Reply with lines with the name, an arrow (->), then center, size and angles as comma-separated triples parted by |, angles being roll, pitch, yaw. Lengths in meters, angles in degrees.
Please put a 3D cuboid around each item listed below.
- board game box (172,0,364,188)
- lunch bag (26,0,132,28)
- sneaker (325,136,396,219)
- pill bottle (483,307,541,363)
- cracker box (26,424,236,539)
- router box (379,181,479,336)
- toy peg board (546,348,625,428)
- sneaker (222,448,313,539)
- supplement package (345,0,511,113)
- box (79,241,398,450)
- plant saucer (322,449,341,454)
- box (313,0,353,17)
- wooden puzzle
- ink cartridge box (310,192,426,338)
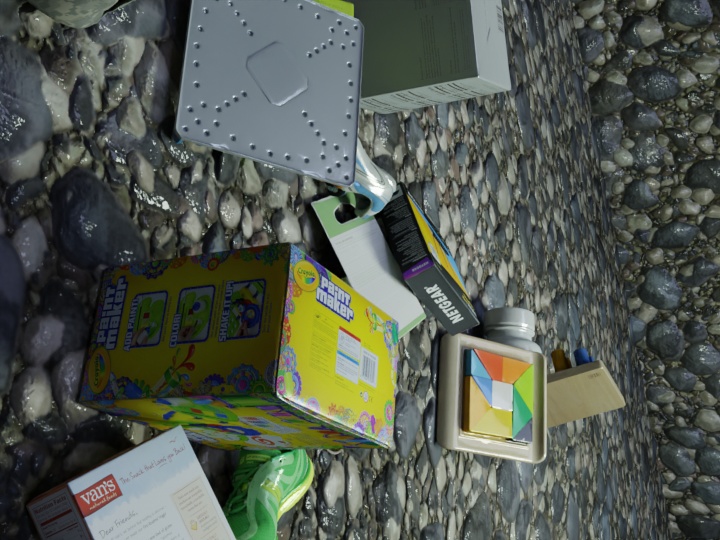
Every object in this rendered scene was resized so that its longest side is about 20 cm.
board game box -> -0.091, -0.199, 0.914 | 0.199, 0.026, 0.201 | 13, 70, -29
lunch bag -> -0.191, -0.274, 0.651 | 0.168, 0.199, 0.140 | 54, 42, -39
sneaker -> -0.030, -0.138, 1.077 | 0.073, 0.072, 0.200 | -52, 127, -8
pill bottle -> 0.258, 0.172, 1.531 | 0.114, 0.114, 0.201 | 36, 53, -56
cracker box -> -0.157, 0.240, 0.694 | 0.134, 0.057, 0.201 | -19, 82, -62
router box -> 0.096, -0.012, 1.255 | 0.200, 0.051, 0.150 | 46, 21, -54
toy peg board -> 0.381, 0.211, 1.699 | 0.200, 0.198, 0.098 | 46, 30, -51
sneaker -> -0.106, 0.217, 0.855 | 0.200, 0.074, 0.084 | -57, 136, -65
supplement package -> 0.079, -0.326, 1.188 | 0.147, 0.199, 0.193 | -7, 91, -64
box -> -0.095, 0.078, 0.766 | 0.200, 0.191, 0.123 | 39, 50, -55
plant saucer -> -0.056, 0.103, 0.972 | 0.200, 0.034, 0.202 | -13, 90, -78
box -> -0.069, -0.213, 0.978 | 0.121, 0.048, 0.201 | 8, 76, -29
wooden puzzle -> 0.217, 0.204, 1.411 | 0.199, 0.037, 0.186 | 13, 69, -24
ink cartridge box -> 0.000, 0.000, 1.136 | 0.201, 0.048, 0.145 | 61, 28, 0
